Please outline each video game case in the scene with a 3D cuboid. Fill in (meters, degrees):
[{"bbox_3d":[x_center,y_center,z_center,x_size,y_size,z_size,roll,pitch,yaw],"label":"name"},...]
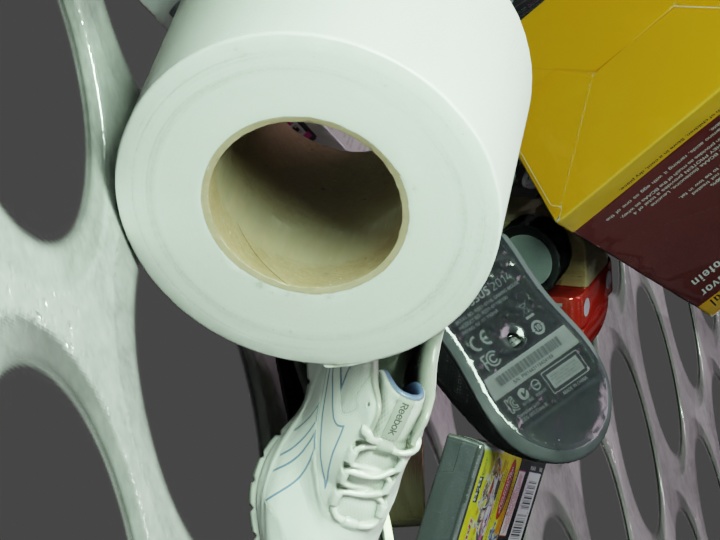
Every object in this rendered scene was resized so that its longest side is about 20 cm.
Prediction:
[{"bbox_3d":[0.056,0.201,1.729,0.181,0.025,0.201,21,86,-73],"label":"video game case"}]

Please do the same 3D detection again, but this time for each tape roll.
[{"bbox_3d":[-0.016,-0.071,1.486,0.139,0.202,0.204,-73,148,-55],"label":"tape roll"}]

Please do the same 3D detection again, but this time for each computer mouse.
[{"bbox_3d":[0.075,0.029,1.685,0.201,0.138,0.053,59,-29,8],"label":"computer mouse"}]

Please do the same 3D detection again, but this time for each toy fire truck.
[{"bbox_3d":[0.064,0.051,1.804,0.129,0.175,0.201,-45,135,-60],"label":"toy fire truck"}]

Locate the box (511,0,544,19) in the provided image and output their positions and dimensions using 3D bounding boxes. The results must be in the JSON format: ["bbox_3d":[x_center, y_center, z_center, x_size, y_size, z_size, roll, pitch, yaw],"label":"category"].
[{"bbox_3d":[0.067,-0.223,1.751,0.114,0.200,0.133,-9,71,-47],"label":"box"}]

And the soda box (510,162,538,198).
[{"bbox_3d":[0.052,-0.108,1.872,0.199,0.063,0.071,22,61,-33],"label":"soda box"}]

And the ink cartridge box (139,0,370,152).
[{"bbox_3d":[-0.041,-0.110,1.618,0.200,0.037,0.095,44,23,-11],"label":"ink cartridge box"}]

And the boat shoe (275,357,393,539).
[{"bbox_3d":[-0.016,0.127,1.632,0.074,0.063,0.203,-157,-118,-70],"label":"boat shoe"}]

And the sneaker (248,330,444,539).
[{"bbox_3d":[-0.004,0.092,1.547,0.087,0.074,0.201,7,-97,63],"label":"sneaker"}]

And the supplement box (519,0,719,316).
[{"bbox_3d":[0.214,-0.106,1.741,0.200,0.197,0.133,27,29,-51],"label":"supplement box"}]
